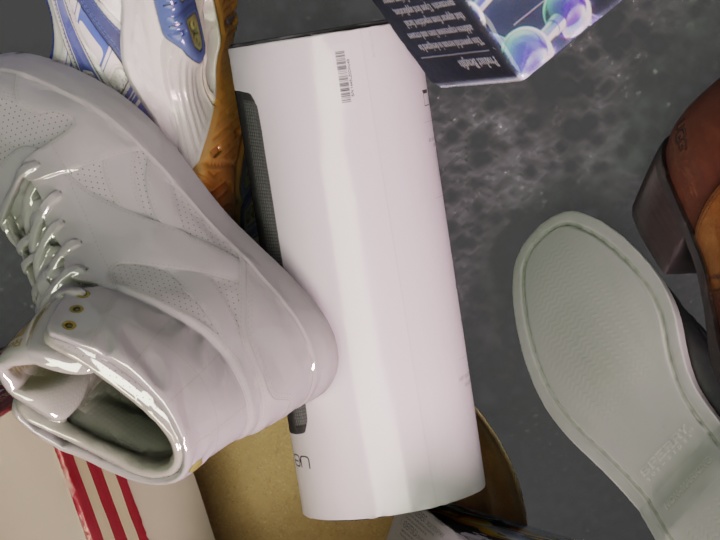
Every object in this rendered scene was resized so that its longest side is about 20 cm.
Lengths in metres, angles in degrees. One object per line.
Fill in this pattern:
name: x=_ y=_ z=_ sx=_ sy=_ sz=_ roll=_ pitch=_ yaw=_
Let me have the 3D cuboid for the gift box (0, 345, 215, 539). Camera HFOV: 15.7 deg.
gift box: x=-0.151 y=0.142 z=1.078 sx=0.199 sy=0.184 sz=0.188 roll=-10 pitch=102 yaw=30

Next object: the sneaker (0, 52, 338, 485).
sneaker: x=-0.113 y=-0.002 z=1.023 sx=0.200 sy=0.115 sz=0.074 roll=41 pitch=131 yaw=15

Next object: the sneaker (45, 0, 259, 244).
sneaker: x=-0.092 y=-0.063 z=1.101 sx=0.088 sy=0.075 sz=0.202 roll=-1 pitch=107 yaw=23

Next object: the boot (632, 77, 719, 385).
boot: x=0.201 y=-0.040 z=1.004 sx=0.068 sy=0.189 sz=0.201 roll=3 pitch=134 yaw=-29

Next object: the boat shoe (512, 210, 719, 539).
boat shoe: x=0.131 y=0.062 z=1.084 sx=0.076 sy=0.060 sz=0.201 roll=-39 pitch=60 yaw=24

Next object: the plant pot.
plant pot: x=-0.024 y=0.116 z=1.164 sx=0.198 sy=0.028 sz=0.202 roll=1 pitch=108 yaw=4

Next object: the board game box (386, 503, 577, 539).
board game box: x=0.117 y=0.143 z=1.088 sx=0.199 sy=0.126 sz=0.035 roll=17 pitch=92 yaw=-12

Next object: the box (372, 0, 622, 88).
box: x=0.043 y=-0.192 z=0.992 sx=0.148 sy=0.107 sz=0.200 roll=-39 pitch=103 yaw=-11

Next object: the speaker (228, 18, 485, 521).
speaker: x=0.000 y=0.000 z=1.078 sx=0.081 sy=0.081 sz=0.202 roll=-8 pitch=96 yaw=8
